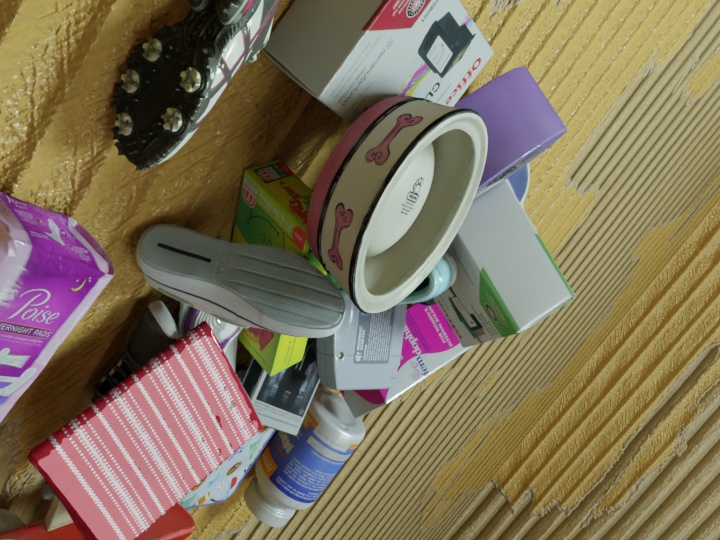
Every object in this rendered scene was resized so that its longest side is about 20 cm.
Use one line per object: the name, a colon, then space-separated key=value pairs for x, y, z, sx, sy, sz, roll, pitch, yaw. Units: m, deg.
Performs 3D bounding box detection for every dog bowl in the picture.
dog bowl: x=0.030 y=-0.066 z=0.719 sx=0.200 sy=0.073 sz=0.202 roll=-43 pitch=152 yaw=-29

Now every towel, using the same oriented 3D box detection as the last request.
towel: x=-0.197 y=0.161 z=0.758 sx=0.199 sy=0.022 sz=0.146 roll=-38 pitch=124 yaw=-24

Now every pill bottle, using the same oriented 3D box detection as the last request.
pill bottle: x=-0.090 y=0.286 z=1.204 sx=0.201 sy=0.112 sz=0.112 roll=-53 pitch=154 yaw=12

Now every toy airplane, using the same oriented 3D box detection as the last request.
toy airplane: x=-0.301 y=0.261 z=0.845 sx=0.197 sy=0.144 sz=0.199 roll=-17 pitch=146 yaw=19

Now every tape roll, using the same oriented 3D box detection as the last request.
tape roll: x=0.127 y=-0.132 z=0.895 sx=0.198 sy=0.086 sz=0.200 roll=-34 pitch=176 yaw=-2

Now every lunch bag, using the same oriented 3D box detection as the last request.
lunch bag: x=-0.177 y=0.215 z=1.015 sx=0.201 sy=0.075 sz=0.160 roll=-54 pitch=156 yaw=12

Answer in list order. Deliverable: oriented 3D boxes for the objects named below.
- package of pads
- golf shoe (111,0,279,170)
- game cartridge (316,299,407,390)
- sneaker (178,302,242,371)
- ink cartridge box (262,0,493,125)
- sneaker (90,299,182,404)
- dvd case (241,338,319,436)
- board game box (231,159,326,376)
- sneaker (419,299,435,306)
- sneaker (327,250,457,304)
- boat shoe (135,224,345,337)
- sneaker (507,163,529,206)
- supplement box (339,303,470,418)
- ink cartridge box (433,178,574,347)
package of pads: x=-0.288 y=0.043 z=0.597 sx=0.201 sy=0.076 sz=0.120 roll=-50 pitch=157 yaw=5
golf shoe: x=-0.111 y=-0.159 z=0.591 sx=0.201 sy=0.077 sz=0.088 roll=-55 pitch=160 yaw=16
game cartridge: x=0.005 y=0.043 z=0.976 sx=0.132 sy=0.040 sz=0.205 roll=8 pitch=90 yaw=-51
sneaker: x=-0.166 y=0.068 z=0.837 sx=0.074 sy=0.099 sz=0.204 roll=-4 pitch=113 yaw=-28
ink cartridge box: x=0.026 y=-0.202 z=0.728 sx=0.147 sy=0.083 sz=0.199 roll=-52 pitch=154 yaw=10
sneaker: x=-0.227 y=0.119 z=0.804 sx=0.081 sy=0.077 sz=0.202 roll=-13 pitch=137 yaw=-35
dvd case: x=-0.075 y=0.093 z=0.967 sx=0.203 sy=0.024 sz=0.150 roll=-66 pitch=154 yaw=-9
board game box: x=-0.088 y=0.001 z=0.816 sx=0.047 sy=0.101 sz=0.202 roll=-24 pitch=146 yaw=-39
sneaker: x=0.066 y=0.024 z=1.115 sx=0.200 sy=0.076 sz=0.112 roll=-43 pitch=146 yaw=-25
sneaker: x=0.000 y=0.000 z=0.844 sx=0.082 sy=0.196 sz=0.076 roll=-26 pitch=110 yaw=-69
boat shoe: x=-0.109 y=0.014 z=0.736 sx=0.067 sy=0.197 sz=0.075 roll=115 pitch=-2 yaw=-62
sneaker: x=0.180 y=-0.088 z=1.139 sx=0.080 sy=0.114 sz=0.203 roll=-30 pitch=120 yaw=-34
supplement box: x=0.059 y=0.120 z=1.180 sx=0.198 sy=0.102 sz=0.103 roll=-28 pitch=175 yaw=-34
ink cartridge box: x=0.140 y=0.001 z=0.912 sx=0.083 sy=0.148 sz=0.200 roll=-30 pitch=175 yaw=-13
